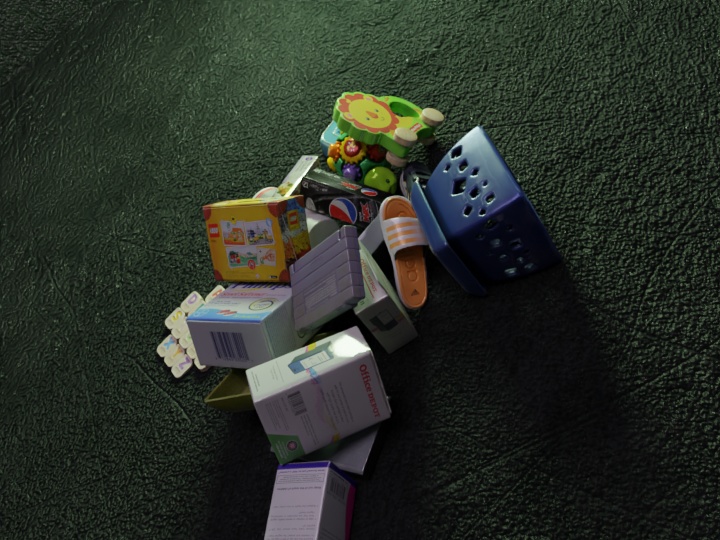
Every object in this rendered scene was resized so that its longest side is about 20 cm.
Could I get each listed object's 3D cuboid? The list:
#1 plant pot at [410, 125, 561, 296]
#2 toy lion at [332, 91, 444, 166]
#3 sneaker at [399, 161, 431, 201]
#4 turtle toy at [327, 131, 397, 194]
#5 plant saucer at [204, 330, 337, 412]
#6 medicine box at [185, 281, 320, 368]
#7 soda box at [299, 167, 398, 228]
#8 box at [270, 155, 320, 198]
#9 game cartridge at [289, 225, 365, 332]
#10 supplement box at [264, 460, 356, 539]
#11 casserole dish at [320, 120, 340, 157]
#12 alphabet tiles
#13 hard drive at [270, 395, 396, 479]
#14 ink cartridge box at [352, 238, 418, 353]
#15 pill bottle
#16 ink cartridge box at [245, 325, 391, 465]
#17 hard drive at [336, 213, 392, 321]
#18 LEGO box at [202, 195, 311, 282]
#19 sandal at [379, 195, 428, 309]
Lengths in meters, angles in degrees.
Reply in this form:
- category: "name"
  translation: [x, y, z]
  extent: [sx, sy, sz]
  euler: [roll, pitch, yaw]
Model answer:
- category: "plant pot"
  translation: [0.206, -0.089, 1.387]
  extent: [0.179, 0.200, 0.201]
  euler: [-33, 46, 14]
- category: "toy lion"
  translation: [0.047, -0.305, 1.624]
  extent: [0.191, 0.069, 0.200]
  euler: [35, 41, 12]
- category: "sneaker"
  translation: [0.123, -0.154, 1.543]
  extent: [0.078, 0.080, 0.201]
  euler: [11, 48, -14]
- category: "turtle toy"
  translation: [0.011, -0.225, 1.654]
  extent: [0.145, 0.101, 0.201]
  euler: [-40, 69, 10]
- category: "plant saucer"
  translation: [-0.151, 0.191, 1.444]
  extent: [0.198, 0.048, 0.200]
  euler: [-14, 17, 26]
- category: "medicine box"
  translation: [-0.189, 0.092, 1.497]
  extent: [0.181, 0.104, 0.200]
  euler: [-1, 25, 30]
- category: "soda box"
  translation: [-0.021, -0.138, 1.585]
  extent: [0.198, 0.064, 0.071]
  euler: [20, 27, 16]
- category: "box"
  translation: [-0.134, -0.168, 1.624]
  extent: [0.038, 0.042, 0.201]
  euler: [5, 37, 20]
- category: "game cartridge"
  translation: [-0.059, 0.020, 1.364]
  extent: [0.200, 0.038, 0.131]
  euler: [-32, 64, 51]
- category: "supplement box"
  translation: [-0.081, 0.414, 1.245]
  extent: [0.102, 0.101, 0.202]
  euler: [-10, 52, 25]
- category: "casserole dish"
  translation: [-0.014, -0.298, 1.785]
  extent: [0.199, 0.039, 0.121]
  euler: [26, 73, 43]
- category: "alphabet tiles"
  translation: [-0.341, 0.126, 1.685]
  extent: [0.196, 0.015, 0.200]
  euler: [-45, 46, -6]
- category: "hard drive"
  translation: [-0.048, 0.271, 1.380]
  extent: [0.198, 0.033, 0.141]
  euler: [4, 60, 34]
- category: "ink cartridge box"
  translation: [0.021, 0.044, 1.384]
  extent: [0.067, 0.200, 0.118]
  euler: [-30, 51, 5]
- category: "pill bottle"
  translation: [-0.138, -0.092, 1.654]
  extent: [0.199, 0.114, 0.114]
  euler: [27, 73, 41]
- category: "ink cartridge box"
  translation: [-0.065, 0.200, 1.282]
  extent: [0.198, 0.146, 0.088]
  euler: [-21, 32, -6]
- category: "hard drive"
  translation: [0.000, 0.000, 1.491]
  extent: [0.042, 0.135, 0.200]
  euler: [36, 81, 22]
- category: "LEGO box"
  translation: [-0.197, -0.060, 1.527]
  extent: [0.198, 0.151, 0.077]
  euler: [1, 14, 36]
- category: "sandal"
  translation: [0.093, -0.034, 1.431]
  extent: [0.078, 0.209, 0.059]
  euler: [-14, 2, -21]
